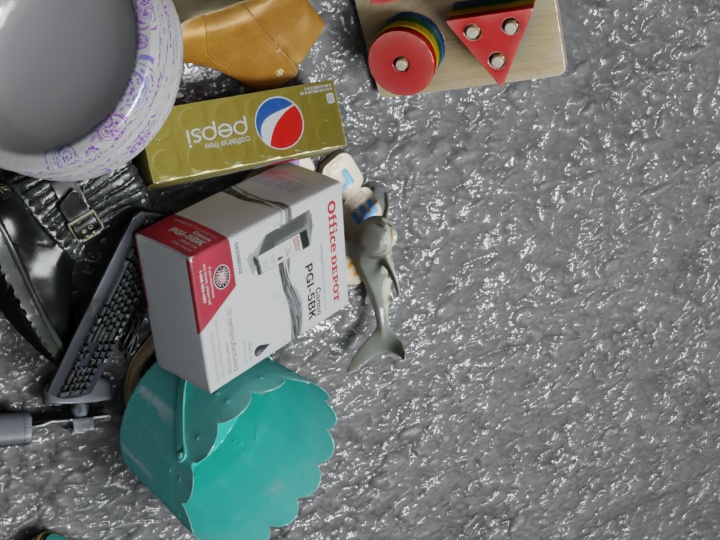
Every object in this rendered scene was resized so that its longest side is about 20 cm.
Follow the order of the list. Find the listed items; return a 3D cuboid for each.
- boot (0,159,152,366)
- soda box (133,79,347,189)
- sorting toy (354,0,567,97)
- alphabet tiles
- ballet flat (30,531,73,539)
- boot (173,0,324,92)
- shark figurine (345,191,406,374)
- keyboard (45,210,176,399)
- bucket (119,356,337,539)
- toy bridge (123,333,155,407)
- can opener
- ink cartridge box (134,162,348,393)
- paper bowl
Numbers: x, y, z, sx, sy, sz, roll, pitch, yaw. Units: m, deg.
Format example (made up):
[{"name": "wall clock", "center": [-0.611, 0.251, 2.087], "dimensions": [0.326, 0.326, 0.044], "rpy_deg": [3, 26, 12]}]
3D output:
[{"name": "boot", "center": [-0.264, -0.021, 0.903], "dimensions": [0.157, 0.079, 0.213], "rpy_deg": [-38, 141, -28]}, {"name": "soda box", "center": [-0.118, -0.130, 0.935], "dimensions": [0.198, 0.064, 0.069], "rpy_deg": [-14, 94, -23]}, {"name": "sorting toy", "center": [0.084, -0.260, 0.935], "dimensions": [0.070, 0.198, 0.200], "rpy_deg": [-65, 145, -51]}, {"name": "alphabet tiles", "center": [-0.070, -0.035, 1.053], "dimensions": [0.200, 0.015, 0.196], "rpy_deg": [-41, 126, -10]}, {"name": "ballet flat", "center": [-0.293, 0.342, 1.069], "dimensions": [0.063, 0.069, 0.200], "rpy_deg": [-33, 127, 20]}, {"name": "boot", "center": [-0.134, -0.204, 0.909], "dimensions": [0.201, 0.071, 0.144], "rpy_deg": [-38, 142, 5]}, {"name": "shark figurine", "center": [0.000, 0.003, 1.073], "dimensions": [0.088, 0.129, 0.216], "rpy_deg": [-5, 135, -2]}, {"name": "keyboard", "center": [-0.226, 0.033, 0.937], "dimensions": [0.201, 0.020, 0.127], "rpy_deg": [-61, 168, 10]}, {"name": "bucket", "center": [-0.136, 0.170, 0.999], "dimensions": [0.206, 0.134, 0.209], "rpy_deg": [-32, 136, -36]}, {"name": "toy bridge", "center": [-0.212, 0.115, 1.026], "dimensions": [0.067, 0.027, 0.202], "rpy_deg": [5, 109, -32]}, {"name": "can opener", "center": [-0.342, 0.138, 0.954], "dimensions": [0.198, 0.053, 0.068], "rpy_deg": [0, 79, -31]}, {"name": "ink cartridge box", "center": [-0.106, 0.001, 0.943], "dimensions": [0.199, 0.082, 0.148], "rpy_deg": [-32, 130, -40]}, {"name": "paper bowl", "center": [-0.241, -0.174, 0.796], "dimensions": [0.202, 0.200, 0.104], "rpy_deg": [-59, 170, 5]}]
